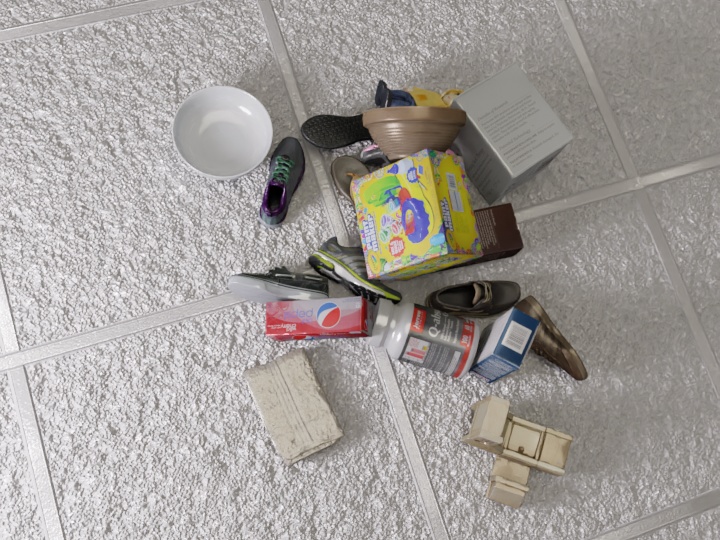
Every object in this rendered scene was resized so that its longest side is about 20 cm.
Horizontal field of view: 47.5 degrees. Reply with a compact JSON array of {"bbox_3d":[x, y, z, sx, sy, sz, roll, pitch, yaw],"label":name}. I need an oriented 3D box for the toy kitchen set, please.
[{"bbox_3d":[0.293,0.348,1.515,0.200,0.180,0.163,19,74,2],"label":"toy kitchen set"}]

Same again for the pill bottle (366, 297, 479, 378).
[{"bbox_3d":[0.119,0.127,1.583,0.200,0.116,0.116,17,73,-4],"label":"pill bottle"}]

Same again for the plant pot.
[{"bbox_3d":[0.104,-0.260,1.585,0.200,0.201,0.093,-1,95,-8],"label":"plant pot"}]

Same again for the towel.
[{"bbox_3d":[-0.125,0.257,1.557,0.132,0.034,0.200,-22,78,-15],"label":"towel"}]

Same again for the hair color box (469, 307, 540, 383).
[{"bbox_3d":[0.267,0.146,1.555,0.060,0.200,0.100,28,73,0],"label":"hair color box"}]

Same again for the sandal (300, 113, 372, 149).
[{"bbox_3d":[-0.032,-0.288,1.715,0.200,0.048,0.075,-9,75,-24],"label":"sandal"}]

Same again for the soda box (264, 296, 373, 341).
[{"bbox_3d":[-0.079,0.092,1.547,0.200,0.063,0.070,-5,74,21],"label":"soda box"}]

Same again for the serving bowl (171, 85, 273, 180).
[{"bbox_3d":[-0.277,-0.270,1.659,0.200,0.066,0.200,2,75,-7],"label":"serving bowl"}]

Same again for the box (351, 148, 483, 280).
[{"bbox_3d":[0.106,-0.100,1.567,0.122,0.192,0.200,2,73,-49],"label":"box"}]

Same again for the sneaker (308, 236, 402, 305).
[{"bbox_3d":[0.000,0.000,1.625,0.200,0.074,0.081,32,70,-1],"label":"sneaker"}]

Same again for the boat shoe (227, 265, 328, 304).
[{"bbox_3d":[-0.158,0.027,1.603,0.200,0.072,0.071,12,64,-15],"label":"boat shoe"}]

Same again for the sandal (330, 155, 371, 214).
[{"bbox_3d":[0.006,-0.151,1.673,0.082,0.055,0.200,-20,79,-13],"label":"sandal"}]

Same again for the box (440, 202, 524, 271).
[{"bbox_3d":[0.221,-0.066,1.673,0.200,0.075,0.100,-11,76,-9],"label":"box"}]

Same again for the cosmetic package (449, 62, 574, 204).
[{"bbox_3d":[0.293,-0.279,1.691,0.166,0.167,0.200,-33,81,-14],"label":"cosmetic package"}]

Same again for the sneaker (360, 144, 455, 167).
[{"bbox_3d":[0.098,-0.212,1.700,0.200,0.079,0.096,6,86,-5],"label":"sneaker"}]

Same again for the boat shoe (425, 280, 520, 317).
[{"bbox_3d":[0.232,0.057,1.640,0.200,0.073,0.075,-11,77,-11],"label":"boat shoe"}]

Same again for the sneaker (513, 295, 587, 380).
[{"bbox_3d":[0.374,0.149,1.650,0.075,0.070,0.200,-36,79,4],"label":"sneaker"}]

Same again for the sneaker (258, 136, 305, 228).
[{"bbox_3d":[-0.153,-0.185,1.642,0.074,0.088,0.200,13,74,-5],"label":"sneaker"}]

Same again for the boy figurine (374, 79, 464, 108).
[{"bbox_3d":[0.135,-0.352,1.726,0.200,0.065,0.124,1,38,-18],"label":"boy figurine"}]
